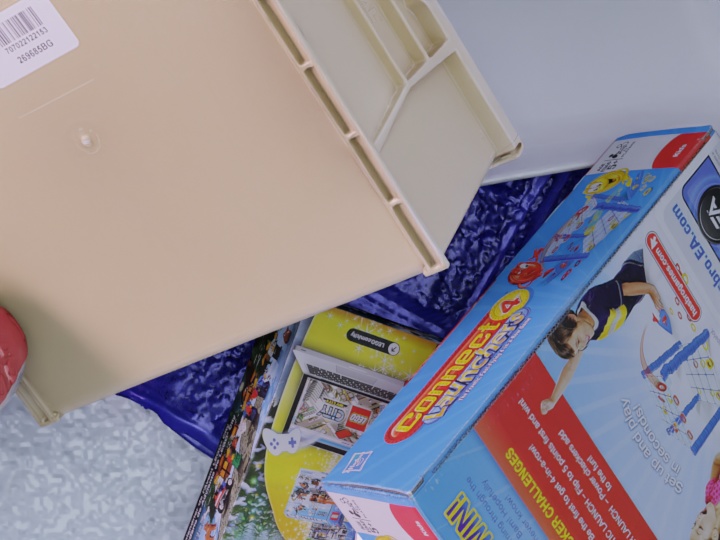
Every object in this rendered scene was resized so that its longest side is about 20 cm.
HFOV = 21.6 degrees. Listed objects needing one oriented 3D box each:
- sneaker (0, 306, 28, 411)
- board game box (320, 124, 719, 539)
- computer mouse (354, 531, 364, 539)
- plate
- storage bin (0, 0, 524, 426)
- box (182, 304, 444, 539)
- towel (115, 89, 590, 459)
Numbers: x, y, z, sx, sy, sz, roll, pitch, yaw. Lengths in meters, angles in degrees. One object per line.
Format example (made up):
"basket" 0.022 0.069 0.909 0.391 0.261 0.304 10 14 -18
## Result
"sneaker" -0.211 0.063 0.722 0.199 0.082 0.078 -27 86 16
"board game box" 0.110 0.085 0.726 0.196 0.056 0.201 -46 116 -26
"computer mouse" 0.053 0.152 0.749 0.109 0.044 0.201 -39 112 -24
"plate" 0.070 -0.130 0.795 0.197 0.032 0.202 -9 74 -12
"storage bin" -0.082 -0.068 0.684 0.199 0.094 0.199 -21 113 32
"box" 0.034 0.101 0.777 0.198 0.038 0.138 20 93 -25
"towel" 0.000 0.000 0.806 0.147 0.050 0.201 27 88 -5
